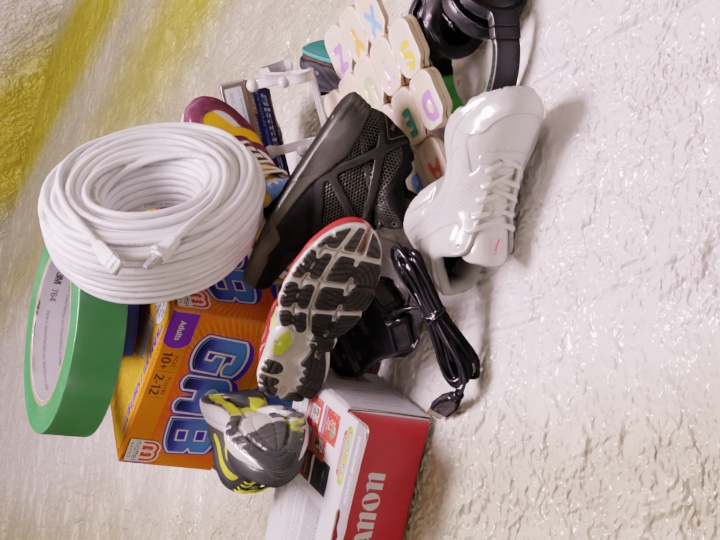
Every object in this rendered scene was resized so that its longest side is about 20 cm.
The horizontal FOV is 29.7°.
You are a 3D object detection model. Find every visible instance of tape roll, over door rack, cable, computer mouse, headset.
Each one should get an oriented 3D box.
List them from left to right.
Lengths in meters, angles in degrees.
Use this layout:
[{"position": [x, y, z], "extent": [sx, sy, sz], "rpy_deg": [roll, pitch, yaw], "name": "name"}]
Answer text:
[{"position": [-0.269, 0.054, 1.275], "extent": [0.200, 0.048, 0.202], "rpy_deg": [151, 123, -60], "name": "tape roll"}, {"position": [-0.179, -0.055, 1.189], "extent": [0.199, 0.199, 0.070], "rpy_deg": [31, 139, 38], "name": "cable"}, {"position": [-0.068, -0.129, 1.366], "extent": [0.200, 0.066, 0.149], "rpy_deg": [-137, 31, -75], "name": "over door rack"}, {"position": [0.037, 0.065, 1.163], "extent": [0.141, 0.046, 0.200], "rpy_deg": [62, 147, 7], "name": "computer mouse"}, {"position": [0.075, -0.221, 1.138], "extent": [0.123, 0.093, 0.202], "rpy_deg": [161, 104, -64], "name": "headset"}]

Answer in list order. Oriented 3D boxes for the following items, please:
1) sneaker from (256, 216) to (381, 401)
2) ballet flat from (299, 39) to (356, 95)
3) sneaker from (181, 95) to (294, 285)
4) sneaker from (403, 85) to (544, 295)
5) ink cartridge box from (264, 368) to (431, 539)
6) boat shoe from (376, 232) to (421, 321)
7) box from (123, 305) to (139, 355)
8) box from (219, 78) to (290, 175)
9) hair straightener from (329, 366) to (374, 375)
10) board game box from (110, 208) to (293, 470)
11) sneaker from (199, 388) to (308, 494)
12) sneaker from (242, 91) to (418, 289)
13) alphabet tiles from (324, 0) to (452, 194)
[{"position": [-0.045, 0.021, 1.154], "extent": [0.085, 0.077, 0.201], "rpy_deg": [-98, 30, -47], "name": "sneaker"}, {"position": [0.001, -0.184, 1.344], "extent": [0.200, 0.073, 0.074], "rpy_deg": [28, 107, 59], "name": "ballet flat"}, {"position": [-0.098, -0.086, 1.287], "extent": [0.201, 0.075, 0.090], "rpy_deg": [59, 153, 0], "name": "sneaker"}, {"position": [0.101, -0.055, 1.063], "extent": [0.201, 0.077, 0.100], "rpy_deg": [112, 149, -48], "name": "sneaker"}, {"position": [-0.010, 0.207, 1.192], "extent": [0.175, 0.083, 0.201], "rpy_deg": [-147, 68, -66], "name": "ink cartridge box"}, {"position": [0.000, 0.000, 1.265], "extent": [0.200, 0.066, 0.074], "rpy_deg": [-149, 70, -65], "name": "boat shoe"}, {"position": [-0.250, 0.024, 1.355], "extent": [0.200, 0.032, 0.122], "rpy_deg": [172, 105, -65], "name": "box"}, {"position": [-0.106, -0.136, 1.450], "extent": [0.200, 0.032, 0.122], "rpy_deg": [-50, -53, -84], "name": "box"}, {"position": [-0.037, 0.126, 1.293], "extent": [0.041, 0.076, 0.201], "rpy_deg": [48, 126, 59], "name": "hair straightener"}, {"position": [-0.138, 0.064, 1.393], "extent": [0.200, 0.199, 0.201], "rpy_deg": [-110, 37, -48], "name": "board game box"}, {"position": [-0.090, 0.165, 1.222], "extent": [0.200, 0.074, 0.085], "rpy_deg": [-151, 53, -70], "name": "sneaker"}, {"position": [-0.020, -0.046, 1.194], "extent": [0.200, 0.114, 0.076], "rpy_deg": [-53, 8, 15], "name": "sneaker"}, {"position": [0.021, -0.147, 1.228], "extent": [0.197, 0.015, 0.200], "rpy_deg": [68, 153, 7], "name": "alphabet tiles"}]
